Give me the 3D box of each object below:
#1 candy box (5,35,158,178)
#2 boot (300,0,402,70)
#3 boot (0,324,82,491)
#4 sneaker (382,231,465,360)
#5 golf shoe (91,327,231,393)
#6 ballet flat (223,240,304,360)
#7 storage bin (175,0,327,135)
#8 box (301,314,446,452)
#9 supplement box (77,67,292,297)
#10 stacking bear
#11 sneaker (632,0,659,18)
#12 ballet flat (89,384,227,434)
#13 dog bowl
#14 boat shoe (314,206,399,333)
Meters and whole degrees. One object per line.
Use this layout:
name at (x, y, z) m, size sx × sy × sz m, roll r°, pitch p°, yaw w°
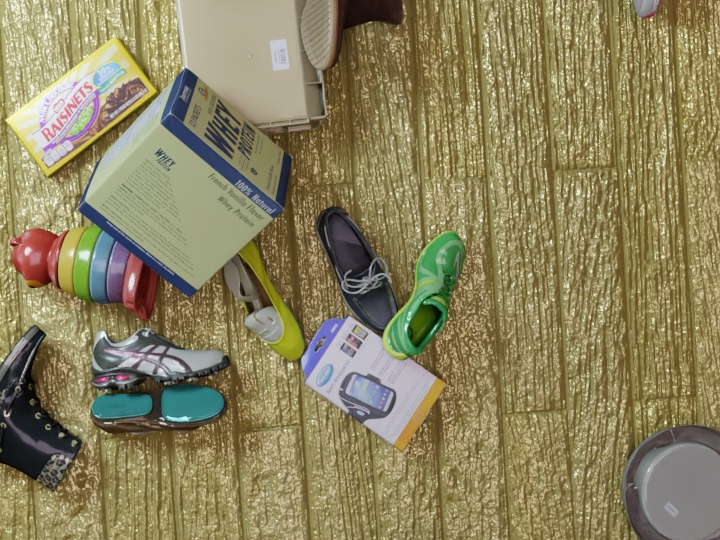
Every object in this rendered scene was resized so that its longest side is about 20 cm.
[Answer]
candy box at (-0.395, -0.233, 1.706) m, size 0.199 × 0.026 × 0.103 m, roll -38°, pitch 90°, yaw -3°
boot at (-0.001, -0.363, 1.666) m, size 0.165 × 0.072 × 0.204 m, roll 8°, pitch 77°, yaw -41°
boot at (-0.452, 0.196, 1.690) m, size 0.152 × 0.073 × 0.206 m, roll 29°, pitch 93°, yaw -7°
sneaker at (0.106, 0.040, 1.706) m, size 0.074 × 0.083 × 0.202 m, roll 33°, pitch 75°, yaw -27°
golf shoe at (-0.284, 0.121, 1.699) m, size 0.196 × 0.077 × 0.090 m, roll -5°, pitch 84°, yaw -4°
ballet flat at (-0.148, 0.044, 1.705) m, size 0.066 × 0.067 × 0.202 m, roll -25°, pitch 91°, yaw 31°
storage bin at (-0.155, -0.295, 1.689) m, size 0.195 × 0.094 × 0.204 m, roll -7°, pitch 91°, yaw -5°
box at (0.012, 0.156, 1.738) m, size 0.199 × 0.041 × 0.120 m, roll 35°, pitch 89°, yaw -2°
supplement box at (-0.231, -0.116, 1.604) m, size 0.199 × 0.135 × 0.199 m, roll 39°, pitch 117°, yaw -22°
stacking bear at (-0.389, -0.008, 1.674) m, size 0.196 × 0.122 × 0.116 m, roll 10°, pitch 79°, yaw 4°
sneaker at (0.372, -0.455, 1.735) m, size 0.087 × 0.081 × 0.203 m, roll -19°, pitch 84°, yaw -2°
ballet flat at (-0.282, 0.206, 1.703) m, size 0.196 × 0.073 × 0.069 m, roll -6°, pitch 55°, yaw 0°
dog bowl at (0.476, 0.323, 1.764) m, size 0.196 × 0.059 × 0.204 m, roll 0°, pitch 91°, yaw -4°
boat shoe at (0.000, 0.000, 1.721) m, size 0.074 × 0.062 × 0.203 m, roll -25°, pitch 94°, yaw -8°
